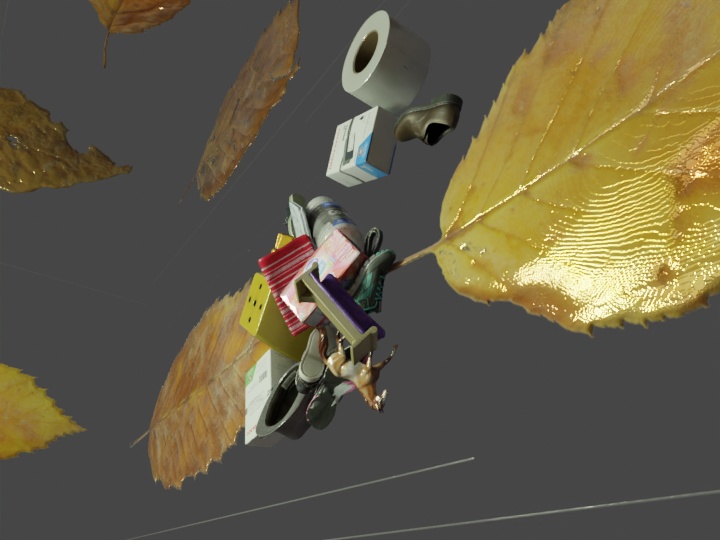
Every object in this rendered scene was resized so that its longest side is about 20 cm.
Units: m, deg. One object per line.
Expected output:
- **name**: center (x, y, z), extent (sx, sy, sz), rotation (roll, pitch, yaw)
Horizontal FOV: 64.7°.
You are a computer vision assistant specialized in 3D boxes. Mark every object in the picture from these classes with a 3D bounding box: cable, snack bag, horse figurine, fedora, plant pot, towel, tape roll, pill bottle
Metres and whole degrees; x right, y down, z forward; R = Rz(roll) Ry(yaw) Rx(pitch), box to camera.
- **cable**: center (0.000, 0.000, 1.318), extent (0.097, 0.049, 0.205), rotation (39, 107, 52)
- **snack bag**: center (-0.145, -0.074, 1.483), extent (0.188, 0.021, 0.207), rotation (-142, 37, -72)
- **horse figurine**: center (-0.013, 0.185, 1.168), extent (0.195, 0.050, 0.137), rotation (24, 94, 14)
- **fedora**: center (-0.153, 0.320, 1.333), extent (0.175, 0.090, 0.204), rotation (-31, 28, 41)
- **plant pot**: center (-0.196, 0.107, 1.455), extent (0.198, 0.172, 0.207), rotation (19, 89, 59)
- **towel**: center (-0.144, 0.033, 1.362), extent (0.205, 0.141, 0.022), rotation (64, 164, -2)
- **tape roll**: center (0.062, -0.507, 1.407), extent (0.201, 0.136, 0.210), rotation (-33, 48, 44)
- **pill bottle**: center (-0.072, -0.103, 1.428), extent (0.116, 0.111, 0.201), rotation (-59, 33, 17)

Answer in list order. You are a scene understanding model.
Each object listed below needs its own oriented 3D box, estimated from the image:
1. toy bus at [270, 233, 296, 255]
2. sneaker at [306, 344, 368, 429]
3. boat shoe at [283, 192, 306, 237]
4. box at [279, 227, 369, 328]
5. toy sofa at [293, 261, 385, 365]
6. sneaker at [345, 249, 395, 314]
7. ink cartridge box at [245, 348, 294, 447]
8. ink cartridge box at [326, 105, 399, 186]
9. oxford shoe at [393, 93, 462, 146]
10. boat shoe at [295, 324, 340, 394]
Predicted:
- **toy bus**: center (-0.223, 0.005, 1.578), extent (0.078, 0.063, 0.208), rotation (-39, -38, -82)
- **sneaker**: center (-0.056, 0.243, 1.255), extent (0.202, 0.080, 0.086), rotation (-52, 6, 8)
- **boat shoe**: center (-0.188, -0.144, 1.682), extent (0.063, 0.072, 0.204), rotation (-55, 31, 36)
- **box**: center (-0.073, 0.022, 1.277), extent (0.095, 0.102, 0.201), rotation (42, 95, 27)
- **toy sofa**: center (-0.039, 0.076, 1.131), extent (0.200, 0.096, 0.084), rotation (46, 160, 24)
- **sneaker**: center (0.024, 0.049, 1.248), extent (0.091, 0.077, 0.202), rotation (42, 101, 24)
- **ink cartridge box**: center (-0.236, 0.336, 1.482), extent (0.146, 0.082, 0.205), rotation (-43, 42, 38)
- **ink cartridge box**: center (0.005, -0.308, 1.443), extent (0.198, 0.082, 0.150), rotation (-4, 70, 58)
- **oxford shoe**: center (0.137, -0.313, 1.247), extent (0.197, 0.071, 0.088), rotation (-10, 66, 56)
- **boat shoe**: center (-0.097, 0.200, 1.298), extent (0.202, 0.072, 0.062), rotation (-69, 4, -58)
